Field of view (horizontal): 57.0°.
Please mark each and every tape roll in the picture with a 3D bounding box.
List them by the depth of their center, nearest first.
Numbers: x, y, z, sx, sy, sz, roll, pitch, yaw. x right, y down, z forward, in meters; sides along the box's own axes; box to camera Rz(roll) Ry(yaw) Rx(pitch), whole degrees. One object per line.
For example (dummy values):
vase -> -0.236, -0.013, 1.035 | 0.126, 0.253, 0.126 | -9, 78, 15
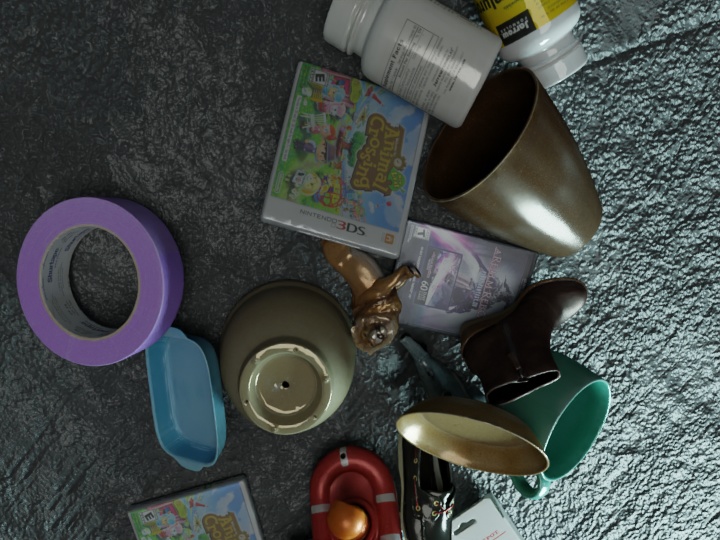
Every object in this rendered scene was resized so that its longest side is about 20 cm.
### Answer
tape roll -> -0.326, 0.012, 0.835 | 0.193, 0.066, 0.208 | 1, 95, 9

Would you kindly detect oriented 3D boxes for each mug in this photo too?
mug -> 0.245, 0.202, 0.914 | 0.186, 0.114, 0.152 | -50, 136, -7

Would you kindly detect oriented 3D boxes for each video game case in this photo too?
video game case -> -0.015, -0.138, 0.829 | 0.176, 0.022, 0.207 | 15, 81, -9
video game case -> 0.138, 0.021, 0.928 | 0.193, 0.019, 0.147 | 13, 103, -7
video game case -> -0.232, 0.421, 0.994 | 0.176, 0.022, 0.206 | -14, 105, -2

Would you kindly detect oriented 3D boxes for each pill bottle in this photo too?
pill bottle -> 0.059, -0.269, 0.791 | 0.196, 0.114, 0.117 | 29, 101, 1
pill bottle -> 0.197, -0.326, 0.797 | 0.109, 0.112, 0.203 | -30, 105, 3

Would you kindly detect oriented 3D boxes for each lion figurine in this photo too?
lion figurine -> 0.000, 0.000, 0.887 | 0.121, 0.072, 0.203 | -36, 82, 16

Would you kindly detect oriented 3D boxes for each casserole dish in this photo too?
casserole dish -> -0.232, 0.170, 0.900 | 0.118, 0.039, 0.207 | 5, 105, 30

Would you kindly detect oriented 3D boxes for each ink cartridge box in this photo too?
ink cartridge box -> 0.192, 0.427, 1.009 | 0.114, 0.067, 0.202 | -33, 105, 5

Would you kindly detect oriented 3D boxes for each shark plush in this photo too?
shark plush -> 0.126, 0.164, 0.928 | 0.089, 0.083, 0.205 | -24, 105, 2

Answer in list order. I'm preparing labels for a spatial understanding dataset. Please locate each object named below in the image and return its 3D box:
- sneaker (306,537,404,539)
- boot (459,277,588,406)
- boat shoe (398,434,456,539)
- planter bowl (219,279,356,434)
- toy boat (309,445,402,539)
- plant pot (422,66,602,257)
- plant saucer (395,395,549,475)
sneaker -> -0.019, 0.407, 0.989 | 0.193, 0.077, 0.084 | -3, 82, 0
boot -> 0.229, 0.092, 0.856 | 0.195, 0.167, 0.074 | -23, 115, 3
boat shoe -> 0.097, 0.319, 0.927 | 0.072, 0.062, 0.208 | 5, 72, -35
planter bowl -> -0.096, 0.131, 0.875 | 0.193, 0.135, 0.207 | -1, 105, -5
toy boat -> -0.012, 0.341, 0.903 | 0.126, 0.132, 0.206 | -11, 61, 5
plant pot -> 0.209, -0.111, 0.832 | 0.198, 0.187, 0.189 | 34, 100, -25
plant saucer -> 0.141, 0.205, 0.838 | 0.195, 0.200, 0.036 | 25, 61, -10
